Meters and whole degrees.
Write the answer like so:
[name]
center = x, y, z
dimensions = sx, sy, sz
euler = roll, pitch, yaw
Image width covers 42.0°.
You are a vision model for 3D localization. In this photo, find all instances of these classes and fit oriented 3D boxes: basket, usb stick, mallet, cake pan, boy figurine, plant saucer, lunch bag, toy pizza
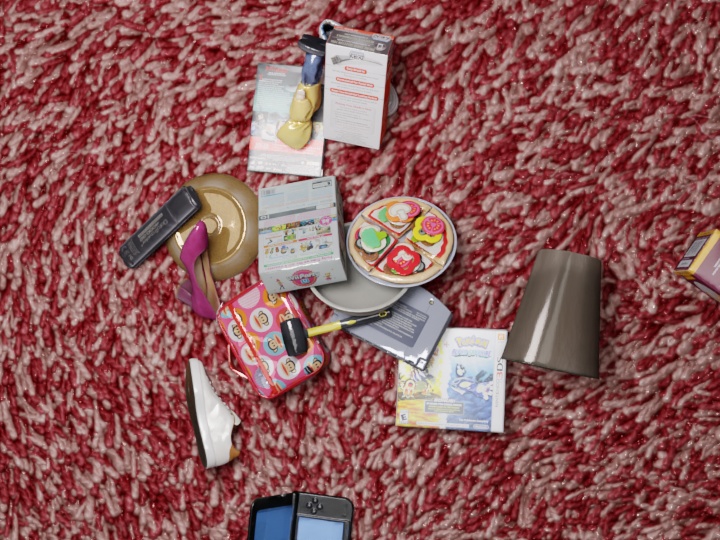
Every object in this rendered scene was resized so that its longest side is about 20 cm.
[basket]
center = 0.349, 0.073, 1.635
dimensions = 0.178, 0.136, 0.203
euler = 13, 86, -10
[usb stick]
center = -0.372, -0.079, 1.734
dimensions = 0.199, 0.033, 0.056
euler = -39, 77, 20
[mallet]
center = -0.041, 0.107, 1.648
dimensions = 0.197, 0.041, 0.067
euler = -7, 89, -4
[cake pan]
center = 0.000, 0.000, 1.670
dimensions = 0.197, 0.037, 0.202
euler = -1, 53, 2
[boy figurine]
center = -0.101, -0.317, 1.680
dimensions = 0.064, 0.125, 0.202
euler = 18, 122, -2
[plant saucer]
center = -0.277, -0.083, 1.749
dimensions = 0.197, 0.035, 0.203
euler = 0, 88, 6
[lunch bag]
center = -0.169, 0.126, 1.716
dimensions = 0.175, 0.082, 0.202
euler = -31, 86, 9
[toy pizza]
center = 0.073, -0.058, 1.663
dimensions = 0.197, 0.032, 0.202
euler = -2, 55, 3

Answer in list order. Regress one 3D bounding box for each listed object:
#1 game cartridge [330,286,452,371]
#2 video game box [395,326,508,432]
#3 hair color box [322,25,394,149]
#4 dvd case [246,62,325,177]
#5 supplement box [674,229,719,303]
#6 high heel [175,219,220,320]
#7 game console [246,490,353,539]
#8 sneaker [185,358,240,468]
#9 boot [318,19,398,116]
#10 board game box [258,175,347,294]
[game cartridge]
center = 0.059, 0.079, 1.679
dimensions = 0.198, 0.042, 0.134
euler = 26, 75, 22
[video game box]
center = 0.165, 0.194, 1.693
dimensions = 0.197, 0.047, 0.185
euler = 2, 86, 6
[hair color box]
center = -0.005, -0.320, 1.651
dimensions = 0.109, 0.201, 0.064
euler = 13, 48, 7
[dvd case]
center = -0.132, -0.280, 1.745
dimensions = 0.144, 0.022, 0.203
euler = 5, 91, 6
[supplement box]
center = 0.654, 0.024, 1.604
dimensions = 0.199, 0.110, 0.086
euler = 36, 93, 6
[high heel]
center = -0.276, 0.001, 1.696
dimensions = 0.095, 0.068, 0.201
euler = 27, 135, 10
[game console]
center = -0.110, 0.509, 1.680
dimensions = 0.173, 0.116, 0.203
euler = 6, 90, 6
[sneaker]
center = -0.272, 0.258, 1.737
dimensions = 0.084, 0.073, 0.203
euler = -10, 81, -25
[boot]
center = -0.008, -0.365, 1.696
dimensions = 0.073, 0.096, 0.200
euler = -42, 85, 4
[board game box]
center = -0.104, -0.066, 1.665
dimensions = 0.145, 0.065, 0.202
euler = -10, 50, 7
